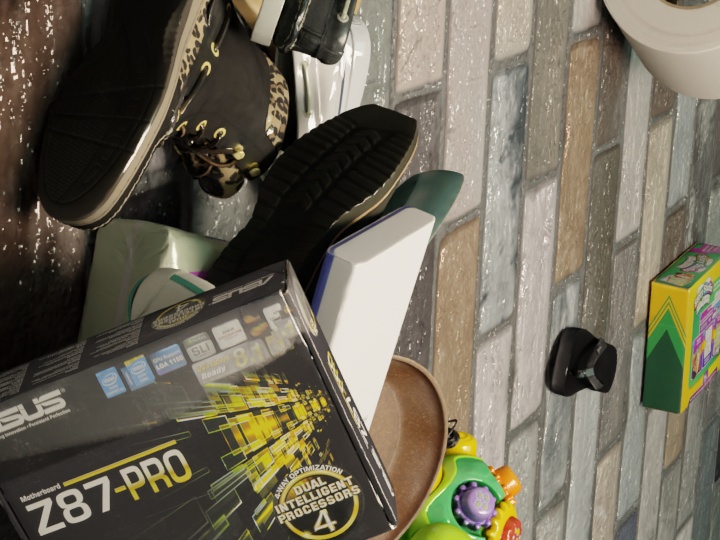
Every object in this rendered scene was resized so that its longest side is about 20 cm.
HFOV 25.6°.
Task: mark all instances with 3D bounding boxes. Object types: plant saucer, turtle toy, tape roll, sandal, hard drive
[{"bbox_3d":[0.000,0.000,1.140,0.201,0.027,0.200,-50,-173,9],"label":"plant saucer"},{"bbox_3d":[-0.022,0.146,1.188,0.199,0.037,0.202,-20,125,-30],"label":"plant saucer"},{"bbox_3d":[0.086,0.239,1.433,0.199,0.100,0.148,-21,118,-60],"label":"turtle toy"},{"bbox_3d":[0.370,-0.301,1.690,0.139,0.201,0.205,33,70,-62],"label":"tape roll"},{"bbox_3d":[0.264,0.105,1.802,0.200,0.042,0.077,4,95,-64],"label":"sandal"},{"bbox_3d":[-0.013,0.068,0.990,0.132,0.025,0.202,-32,141,-63],"label":"hard drive"}]

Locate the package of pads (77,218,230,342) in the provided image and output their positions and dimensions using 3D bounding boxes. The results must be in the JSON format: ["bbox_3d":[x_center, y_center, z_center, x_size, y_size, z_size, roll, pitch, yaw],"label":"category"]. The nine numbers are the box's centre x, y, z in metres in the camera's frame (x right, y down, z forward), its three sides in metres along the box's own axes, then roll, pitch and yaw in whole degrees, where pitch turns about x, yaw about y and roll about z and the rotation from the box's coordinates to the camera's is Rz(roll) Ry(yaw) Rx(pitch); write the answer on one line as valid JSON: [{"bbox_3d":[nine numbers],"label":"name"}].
[{"bbox_3d":[-0.117,0.077,1.010,0.154,0.068,0.203,12,89,-62],"label":"package of pads"}]

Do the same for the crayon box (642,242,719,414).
[{"bbox_3d":[0.439,0.074,2.121,0.200,0.058,0.175,-30,124,-57],"label":"crayon box"}]

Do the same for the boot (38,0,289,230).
[{"bbox_3d":[-0.111,-0.089,0.962,0.151,0.072,0.202,54,47,-56],"label":"boot"}]

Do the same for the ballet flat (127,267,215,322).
[{"bbox_3d":[-0.089,0.093,0.930,0.069,0.069,0.202,-45,135,-48],"label":"ballet flat"}]

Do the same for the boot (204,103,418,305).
[{"bbox_3d":[-0.024,0.002,1.025,0.200,0.077,0.139,-49,146,-26],"label":"boot"}]

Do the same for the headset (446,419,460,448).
[{"bbox_3d":[0.007,0.146,1.305,0.199,0.093,0.125,-4,108,-47],"label":"headset"}]

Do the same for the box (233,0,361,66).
[{"bbox_3d":[-0.044,-0.237,1.092,0.200,0.021,0.165,51,54,-57],"label":"box"}]

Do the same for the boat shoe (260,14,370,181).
[{"bbox_3d":[-0.045,-0.085,1.110,0.066,0.073,0.202,-6,116,-28],"label":"boat shoe"}]

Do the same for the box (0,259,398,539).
[{"bbox_3d":[-0.098,0.103,0.879,0.049,0.198,0.163,-92,160,-68],"label":"box"}]

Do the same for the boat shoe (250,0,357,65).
[{"bbox_3d":[-0.017,-0.199,1.015,0.076,0.060,0.201,118,-7,-48],"label":"boat shoe"}]
